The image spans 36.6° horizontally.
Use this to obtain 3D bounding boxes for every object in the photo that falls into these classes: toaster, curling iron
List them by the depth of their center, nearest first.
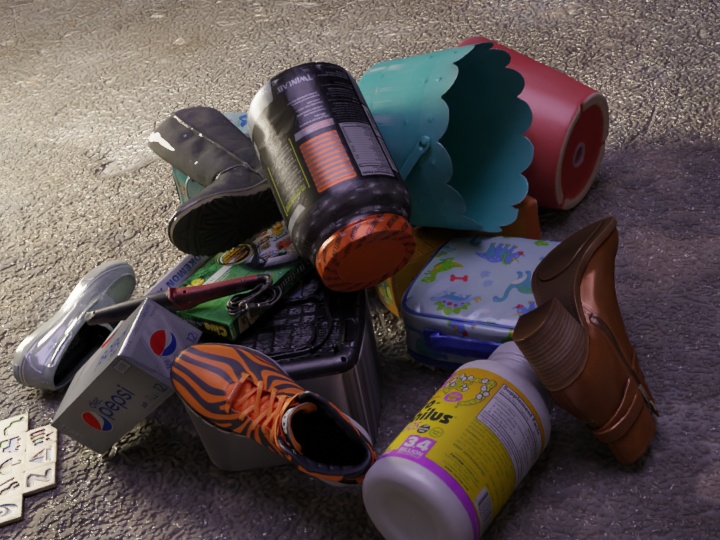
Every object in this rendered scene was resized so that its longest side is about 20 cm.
[{"bbox_3d":[-0.169,0.030,1.014,0.196,0.026,0.050,-6,29,15],"label":"curling iron"},{"bbox_3d":[-0.066,0.085,1.068,0.196,0.120,0.182,-9,32,7],"label":"toaster"}]

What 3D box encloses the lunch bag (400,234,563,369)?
[{"bbox_3d":[0.147,0.038,1.097,0.197,0.084,0.161,6,36,28],"label":"lunch bag"}]

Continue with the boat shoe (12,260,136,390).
[{"bbox_3d":[-0.310,0.067,1.251,0.070,0.071,0.201,16,45,23],"label":"boat shoe"}]

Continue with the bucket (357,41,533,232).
[{"bbox_3d":[0.086,-0.138,1.163,0.133,0.210,0.207,1,33,34],"label":"bucket"}]

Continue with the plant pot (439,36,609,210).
[{"bbox_3d":[0.193,-0.166,1.318,0.175,0.203,0.200,22,45,29],"label":"plant pot"}]

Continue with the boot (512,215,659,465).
[{"bbox_3d":[0.221,0.057,0.968,0.076,0.156,0.201,-31,17,39],"label":"boot"}]

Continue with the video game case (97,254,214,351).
[{"bbox_3d":[-0.219,0.038,1.177,0.200,0.022,0.183,-44,4,46],"label":"video game case"}]

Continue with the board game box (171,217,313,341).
[{"bbox_3d":[-0.103,-0.003,1.087,0.103,0.024,0.200,12,40,35],"label":"board game box"}]

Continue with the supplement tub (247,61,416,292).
[{"bbox_3d":[-0.026,-0.089,1.044,0.121,0.123,0.202,-18,62,-9],"label":"supplement tub"}]

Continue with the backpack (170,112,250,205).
[{"bbox_3d":[-0.125,-0.103,1.333,0.196,0.180,0.152,-10,38,-3],"label":"backpack"}]

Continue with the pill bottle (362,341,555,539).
[{"bbox_3d":[0.095,0.147,0.924,0.103,0.106,0.200,12,39,35],"label":"pill bottle"}]

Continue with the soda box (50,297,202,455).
[{"bbox_3d":[-0.226,0.105,1.035,0.200,0.063,0.069,-39,25,49],"label":"soda box"}]

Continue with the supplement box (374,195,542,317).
[{"bbox_3d":[0.107,-0.024,1.226,0.198,0.067,0.069,-26,33,-20],"label":"supplement box"}]

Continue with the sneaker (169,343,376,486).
[{"bbox_3d":[-0.072,0.112,0.907,0.197,0.112,0.079,25,79,3],"label":"sneaker"}]

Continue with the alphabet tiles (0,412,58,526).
[{"bbox_3d":[-0.403,0.215,1.101,0.197,0.006,0.167,-17,32,-5],"label":"alphabet tiles"}]

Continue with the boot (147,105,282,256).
[{"bbox_3d":[-0.171,-0.105,1.158,0.180,0.074,0.199,-21,47,-37],"label":"boot"}]
